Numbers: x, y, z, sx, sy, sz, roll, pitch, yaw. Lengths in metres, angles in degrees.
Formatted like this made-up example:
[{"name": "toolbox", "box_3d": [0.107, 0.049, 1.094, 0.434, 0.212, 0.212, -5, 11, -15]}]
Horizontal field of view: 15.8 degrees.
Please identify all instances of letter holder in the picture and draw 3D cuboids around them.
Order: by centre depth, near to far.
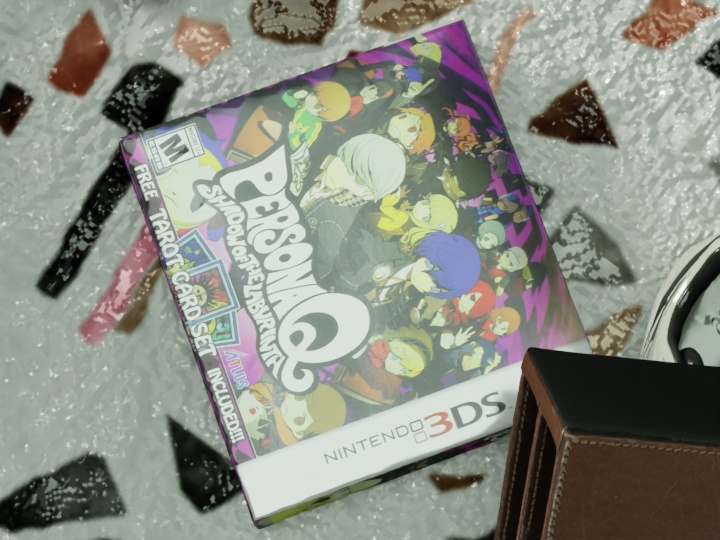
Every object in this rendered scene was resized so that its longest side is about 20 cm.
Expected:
[{"name": "letter holder", "box_3d": [0.165, 0.125, 1.140, 0.200, 0.101, 0.142, 6, 108, -8]}]

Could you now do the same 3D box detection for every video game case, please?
[{"name": "video game case", "box_3d": [0.000, 0.000, 1.252, 0.181, 0.036, 0.200, -19, 79, -4]}]

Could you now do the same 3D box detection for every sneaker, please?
[{"name": "sneaker", "box_3d": [0.149, 0.073, 1.210, 0.076, 0.088, 0.200, 14, 81, 2]}]
